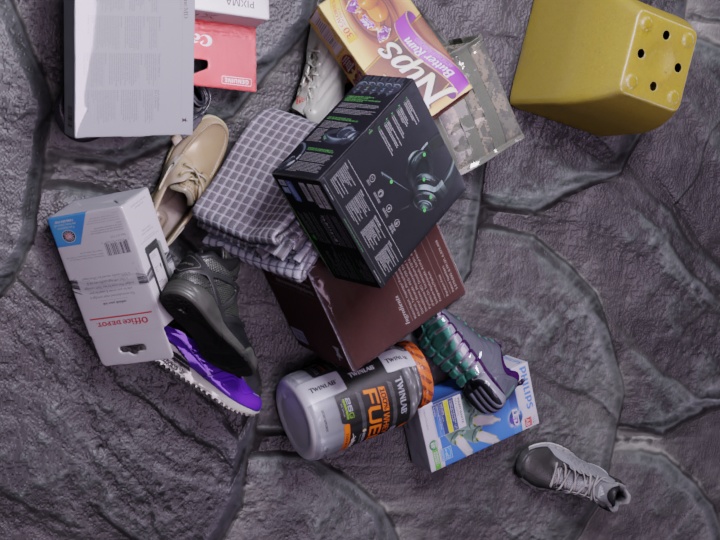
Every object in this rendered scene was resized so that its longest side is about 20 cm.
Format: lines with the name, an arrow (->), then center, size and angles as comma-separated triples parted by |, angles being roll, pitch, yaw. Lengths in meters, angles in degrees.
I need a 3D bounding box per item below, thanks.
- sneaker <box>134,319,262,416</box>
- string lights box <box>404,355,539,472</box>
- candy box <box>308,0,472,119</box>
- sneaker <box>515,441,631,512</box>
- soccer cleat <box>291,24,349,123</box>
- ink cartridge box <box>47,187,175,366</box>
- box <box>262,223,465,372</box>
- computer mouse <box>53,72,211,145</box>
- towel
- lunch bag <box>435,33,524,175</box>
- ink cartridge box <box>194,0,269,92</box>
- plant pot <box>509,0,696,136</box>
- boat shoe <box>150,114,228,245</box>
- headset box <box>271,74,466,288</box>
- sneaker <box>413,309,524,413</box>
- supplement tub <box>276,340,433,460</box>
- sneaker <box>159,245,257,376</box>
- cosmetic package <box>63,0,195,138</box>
sneaker -> -0.191, 0.113, 1.718 | 0.200, 0.069, 0.100 | 38, 78, -30
string lights box -> 0.162, 0.210, 1.940 | 0.198, 0.059, 0.104 | -20, 106, -25
candy box -> 0.038, -0.278, 1.687 | 0.116, 0.056, 0.201 | -35, 89, -20
sneaker -> 0.343, 0.324, 2.029 | 0.198, 0.115, 0.076 | 18, 90, -31
soccer cleat -> -0.056, -0.241, 1.734 | 0.077, 0.069, 0.203 | -8, 105, -22
ink cartridge box -> -0.291, 0.010, 1.611 | 0.068, 0.115, 0.202 | -48, 126, -58
box -> 0.000, 0.000, 1.749 | 0.199, 0.165, 0.165 | -34, 114, -21
computer mouse -> -0.282, -0.203, 1.625 | 0.200, 0.046, 0.141 | -45, 110, -26
towel -> -0.101, -0.102, 1.644 | 0.201, 0.164, 0.086 | -56, 147, -20
lunch bag -> 0.099, -0.208, 1.796 | 0.199, 0.117, 0.165 | -31, 106, -19
ink cartridge box -> -0.209, -0.322, 1.623 | 0.198, 0.045, 0.179 | 2, 84, -29
plant pot -> 0.365, -0.302, 1.881 | 0.192, 0.199, 0.198 | 13, 93, -30
boat shoe -> -0.223, -0.106, 1.663 | 0.072, 0.065, 0.201 | 37, 80, -29
headset box -> 0.019, -0.114, 1.576 | 0.200, 0.092, 0.175 | -49, 128, -24
sneaker -> 0.152, 0.109, 1.897 | 0.087, 0.074, 0.201 | -35, 88, -40
supplement tub -> -0.006, 0.173, 1.803 | 0.198, 0.122, 0.124 | -19, 108, -25
sneaker -> -0.171, 0.046, 1.638 | 0.200, 0.075, 0.115 | 58, 42, -42
cosmetic package -> -0.273, -0.260, 1.548 | 0.149, 0.052, 0.203 | -4, 104, -28
